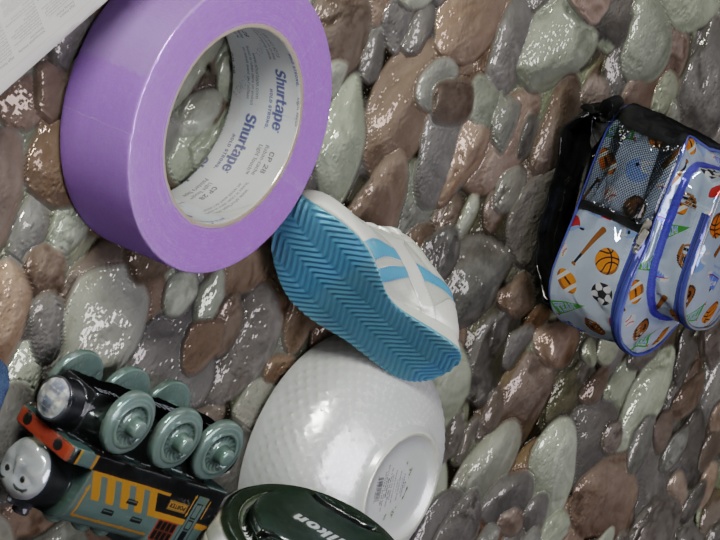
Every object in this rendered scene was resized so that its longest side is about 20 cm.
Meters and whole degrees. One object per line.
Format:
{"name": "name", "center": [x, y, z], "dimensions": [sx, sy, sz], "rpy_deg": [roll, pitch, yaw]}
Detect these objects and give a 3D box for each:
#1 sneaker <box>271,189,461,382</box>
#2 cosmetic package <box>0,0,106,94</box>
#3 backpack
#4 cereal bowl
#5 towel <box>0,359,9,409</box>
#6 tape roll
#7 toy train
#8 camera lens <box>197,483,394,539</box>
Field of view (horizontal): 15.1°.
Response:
{"name": "sneaker", "center": [0.000, 0.000, 1.989], "dimensions": [0.200, 0.076, 0.081], "rpy_deg": [45, 29, -39]}
{"name": "cosmetic package", "center": [-0.203, -0.177, 1.630], "dimensions": [0.200, 0.050, 0.083], "rpy_deg": [-45, 137, -30]}
{"name": "backpack", "center": [0.240, -0.025, 2.242], "dimensions": [0.200, 0.154, 0.191], "rpy_deg": [15, 106, -58]}
{"name": "cereal bowl", "center": [0.000, 0.153, 2.056], "dimensions": [0.200, 0.083, 0.201], "rpy_deg": [-31, 132, -42]}
{"name": "towel", "center": [-0.295, 0.064, 1.634], "dimensions": [0.112, 0.048, 0.200], "rpy_deg": [-62, 144, -10]}
{"name": "tape roll", "center": [-0.106, -0.103, 1.791], "dimensions": [0.200, 0.065, 0.201], "rpy_deg": [-30, 131, -42]}
{"name": "toy train", "center": [-0.159, 0.128, 1.830], "dimensions": [0.200, 0.085, 0.114], "rpy_deg": [23, 98, -55]}
{"name": "camera lens", "center": [-0.061, 0.266, 1.937], "dimensions": [0.159, 0.160, 0.201], "rpy_deg": [-10, 129, -51]}
